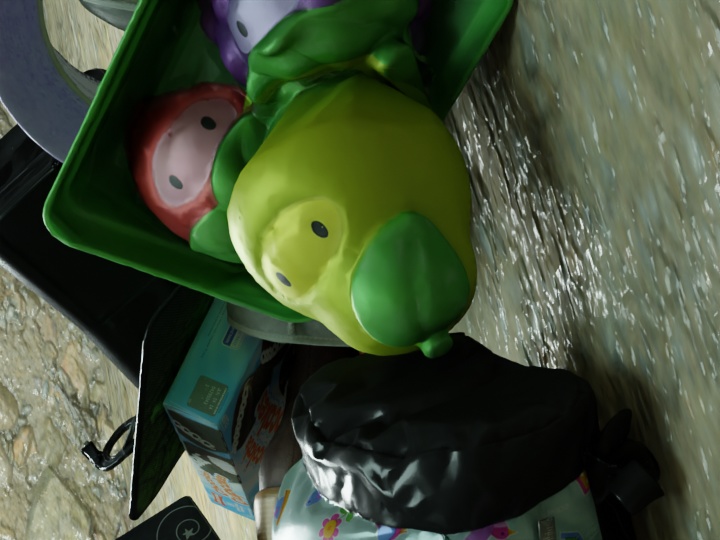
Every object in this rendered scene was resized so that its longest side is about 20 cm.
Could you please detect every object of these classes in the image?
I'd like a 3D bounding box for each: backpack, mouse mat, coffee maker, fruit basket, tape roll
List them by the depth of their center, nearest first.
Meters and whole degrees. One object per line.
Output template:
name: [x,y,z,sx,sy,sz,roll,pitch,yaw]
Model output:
backpack: [0.039,0.136,0.681,0.167,0.126,0.201,-152,50,-69]
fruit basket: [-0.028,-0.054,0.715,0.216,0.155,0.216,-160,90,-74]
tape roll: [-0.104,-0.148,0.917,0.085,0.199,0.201,-130,33,-64]
mouse mat: [-0.080,0.028,1.000,0.200,0.008,0.161,-59,-15,-46]
coffee maker: [-0.164,0.001,1.145,0.200,0.192,0.135,44,161,-26]

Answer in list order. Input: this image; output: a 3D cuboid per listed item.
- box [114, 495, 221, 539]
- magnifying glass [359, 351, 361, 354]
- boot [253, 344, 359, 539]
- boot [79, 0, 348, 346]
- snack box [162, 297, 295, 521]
box: [-0.075,0.243,0.929,0.200,0.114,0.132,48,162,35]
magnifying glass: [0.000,0.000,0.970,0.080,0.022,0.201,165,93,-80]
boot: [-0.008,0.125,1.025,0.200,0.072,0.167,58,-143,-65]
boot: [-0.057,-0.061,0.880,0.073,0.181,0.201,-66,-16,-49]
snack box: [-0.062,0.065,1.038,0.200,0.037,0.117,82,-149,-68]
